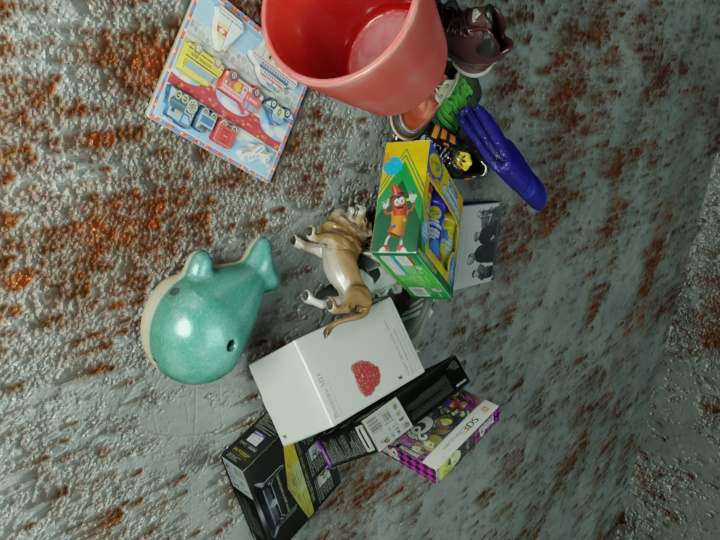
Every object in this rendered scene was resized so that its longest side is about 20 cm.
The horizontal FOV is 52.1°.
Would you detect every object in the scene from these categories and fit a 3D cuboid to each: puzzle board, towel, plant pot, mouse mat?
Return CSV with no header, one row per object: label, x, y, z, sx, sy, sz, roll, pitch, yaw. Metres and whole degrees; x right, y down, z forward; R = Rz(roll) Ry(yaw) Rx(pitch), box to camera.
puzzle board,-0.138,-0.203,0.835,0.199,0.017,0.153,25,87,-55
towel,0.244,-0.190,1.231,0.049,0.149,0.199,-40,150,17
plant pot,0.010,-0.279,0.859,0.177,0.198,0.204,19,92,-63
mouse mat,0.130,-0.293,1.147,0.162,0.007,0.201,-54,142,-20

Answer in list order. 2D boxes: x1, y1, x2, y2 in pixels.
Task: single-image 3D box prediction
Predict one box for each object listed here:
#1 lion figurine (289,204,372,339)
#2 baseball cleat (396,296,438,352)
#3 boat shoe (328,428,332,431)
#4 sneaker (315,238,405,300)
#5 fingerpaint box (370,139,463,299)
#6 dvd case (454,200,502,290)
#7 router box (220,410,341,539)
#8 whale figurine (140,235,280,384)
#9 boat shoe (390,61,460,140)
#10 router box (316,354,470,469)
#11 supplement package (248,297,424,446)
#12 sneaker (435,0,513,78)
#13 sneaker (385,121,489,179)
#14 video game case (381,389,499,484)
lion figurine,-0.023,0.001,0.984,0.121,0.072,0.204,12,59,-41
baseball cleat,0.061,0.077,1.188,0.070,0.105,0.201,-58,-174,38
boat shoe,0.003,0.186,1.172,0.201,0.060,0.073,-44,138,-30
sneaker,0.000,0.000,1.075,0.199,0.073,0.090,-21,118,-55
fingerpaint box,0.091,-0.069,1.085,0.200,0.072,0.170,45,50,-60
dvd case,0.192,-0.045,1.319,0.198,0.024,0.154,-10,108,-51
router box,-0.110,0.294,1.085,0.157,0.052,0.203,-40,135,-34
whale figurine,-0.157,0.047,0.859,0.200,0.103,0.161,-41,135,-33
boat shoe,0.106,-0.277,1.049,0.071,0.062,0.202,35,74,-21
router box,0.048,0.206,1.075,0.198,0.149,0.052,-28,85,-36
supplement package,-0.030,0.137,1.018,0.198,0.119,0.123,-21,84,-46
sneaker,0.118,-0.334,0.960,0.197,0.115,0.077,23,78,-21
sneaker,0.124,-0.183,1.115,0.198,0.089,0.071,9,105,-51
video game case,0.099,0.244,1.209,0.180,0.198,0.036,-32,129,-38
